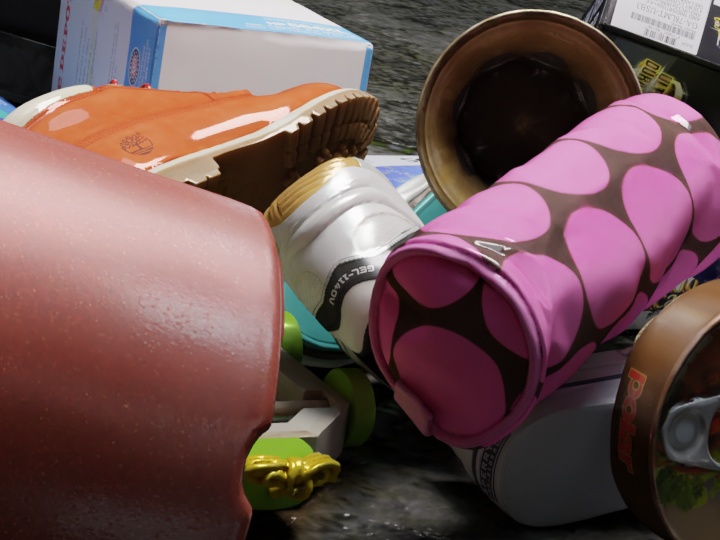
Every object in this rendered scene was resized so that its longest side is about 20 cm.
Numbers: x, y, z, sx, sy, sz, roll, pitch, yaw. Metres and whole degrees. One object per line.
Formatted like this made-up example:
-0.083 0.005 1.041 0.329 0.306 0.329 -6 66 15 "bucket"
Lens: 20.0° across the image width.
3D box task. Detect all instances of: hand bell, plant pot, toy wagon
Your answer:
0.072 -0.075 0.996 0.103 0.105 0.200 9 7 -3 "hand bell"
-0.136 0.031 0.602 0.193 0.203 0.201 13 14 -18 "plant pot"
-0.072 0.055 0.809 0.154 0.040 0.200 0 19 -30 "toy wagon"

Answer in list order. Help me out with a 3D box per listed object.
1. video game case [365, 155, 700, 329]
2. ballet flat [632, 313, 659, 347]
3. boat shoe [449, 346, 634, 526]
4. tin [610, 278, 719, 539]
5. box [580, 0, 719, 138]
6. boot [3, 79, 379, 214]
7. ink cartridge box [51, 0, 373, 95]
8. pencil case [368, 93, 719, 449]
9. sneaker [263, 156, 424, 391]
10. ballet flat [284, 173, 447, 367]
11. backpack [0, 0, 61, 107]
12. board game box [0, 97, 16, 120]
0.099 -0.019 1.159 0.180 0.046 0.200 -2 20 -34 "video game case"
0.208 0.044 0.961 0.199 0.071 0.065 14 -18 -31 "ballet flat"
0.125 0.063 0.854 0.198 0.073 0.066 -8 27 -26 "boat shoe"
0.185 0.060 0.817 0.198 0.113 0.042 1 8 -31 "tin"
0.208 -0.087 1.161 0.197 0.050 0.200 22 -17 -2 "box"
-0.076 -0.060 0.941 0.107 0.076 0.199 35 35 27 "boot"
-0.095 -0.095 1.151 0.124 0.130 0.200 3 18 -25 "ink cartridge box"
0.078 0.001 0.803 0.091 0.094 0.200 49 37 10 "pencil case"
0.030 0.029 0.877 0.200 0.076 0.088 29 23 -54 "sneaker"
0.000 0.000 0.996 0.069 0.070 0.200 18 32 29 "ballet flat"
-0.185 -0.181 1.316 0.188 0.202 0.154 3 11 1 "backpack"
-0.224 -0.050 1.074 0.151 0.045 0.200 0 18 -32 "board game box"
